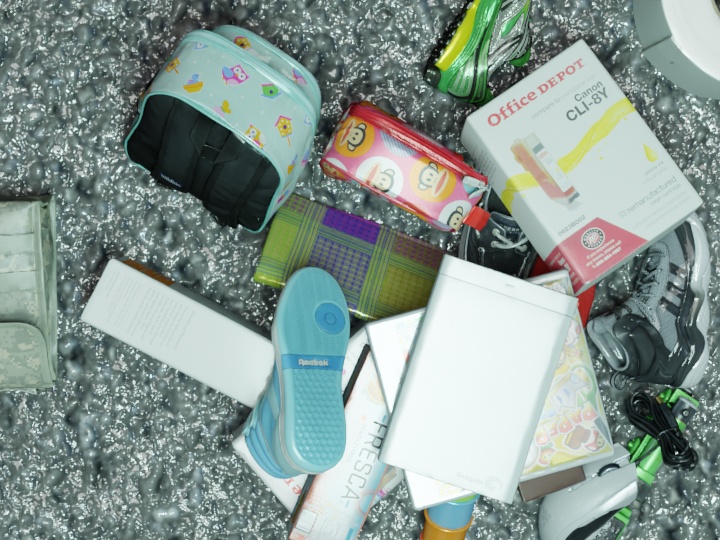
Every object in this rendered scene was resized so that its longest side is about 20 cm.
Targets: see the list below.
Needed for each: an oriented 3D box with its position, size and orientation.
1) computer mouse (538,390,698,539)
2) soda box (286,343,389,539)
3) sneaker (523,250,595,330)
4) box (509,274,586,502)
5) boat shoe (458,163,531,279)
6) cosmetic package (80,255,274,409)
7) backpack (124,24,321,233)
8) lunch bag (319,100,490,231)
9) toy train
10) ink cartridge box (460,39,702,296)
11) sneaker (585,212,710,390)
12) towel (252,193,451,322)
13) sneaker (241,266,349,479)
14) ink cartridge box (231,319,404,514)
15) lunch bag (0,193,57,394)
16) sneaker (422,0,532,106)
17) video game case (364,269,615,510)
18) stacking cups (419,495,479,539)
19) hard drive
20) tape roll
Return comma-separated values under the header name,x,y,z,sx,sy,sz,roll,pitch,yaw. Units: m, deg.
name,x,y,z,sx,sy,sz,roll,pitch,yaw
computer mouse,0.244,0.213,1.613,0.044,0.110,0.200,27,116,-37
soda box,-0.005,0.176,1.549,0.063,0.068,0.201,24,91,-5
sneaker,0.213,-0.016,1.625,0.077,0.085,0.201,11,91,0
box,0.158,0.116,1.597,0.075,0.100,0.201,-17,109,0
boat shoe,0.147,-0.044,1.627,0.071,0.068,0.201,8,91,-14
cosmetic package,-0.172,0.062,1.610,0.199,0.101,0.071,28,91,-3
backpack,-0.125,-0.145,1.555,0.175,0.200,0.154,35,75,-1
lunch bag,0.049,-0.092,1.561,0.176,0.200,0.082,30,93,-5
toy train,0.286,0.207,1.650,0.042,0.056,0.200,32,91,-2
ink cartridge box,0.209,-0.098,1.552,0.145,0.083,0.200,-34,82,-7
sneaker,0.289,0.025,1.619,0.113,0.075,0.201,-6,96,-22
towel,0.000,0.000,1.606,0.199,0.144,0.023,21,131,-4
sneaker,-0.069,0.104,1.530,0.079,0.131,0.201,12,67,-23
ink cartridge box,-0.012,0.160,1.626,0.200,0.084,0.145,-41,93,0
lunch bag,-0.387,0.028,1.598,0.163,0.118,0.201,-2,98,-2
sneaker,0.147,-0.259,1.627,0.085,0.078,0.200,31,100,-9
video game case,0.122,0.112,1.509,0.199,0.023,0.183,-15,92,-3
stacking cups,0.088,0.231,1.598,0.060,0.061,0.201,10,124,-2
hard drive,0.108,0.100,1.484,0.131,0.027,0.201,18,90,-3
tape roll,0.382,-0.274,1.593,0.202,0.139,0.204,0,92,-2
